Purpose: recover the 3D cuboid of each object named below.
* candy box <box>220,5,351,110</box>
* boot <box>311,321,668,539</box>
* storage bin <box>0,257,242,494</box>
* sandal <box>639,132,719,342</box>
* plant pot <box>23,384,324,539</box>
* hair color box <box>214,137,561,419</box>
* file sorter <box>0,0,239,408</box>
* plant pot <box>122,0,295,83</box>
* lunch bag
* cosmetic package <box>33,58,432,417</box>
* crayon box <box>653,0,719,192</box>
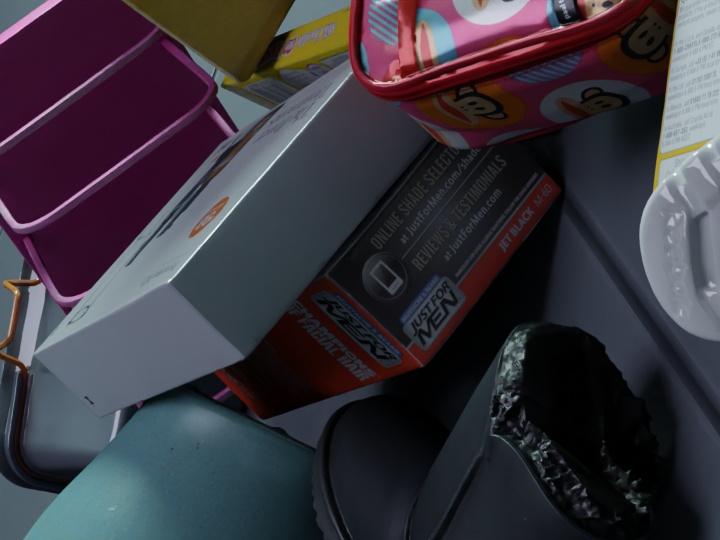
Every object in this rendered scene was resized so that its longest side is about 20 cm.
[{"bbox_3d":[0.010,-0.088,1.084,0.200,0.102,0.027,-5,66,68],"label":"candy box"},{"bbox_3d":[0.051,0.080,0.916,0.201,0.076,0.169,-103,32,-48],"label":"boot"},{"bbox_3d":[-0.138,0.041,1.373,0.134,0.145,0.201,-1,77,59],"label":"storage bin"},{"bbox_3d":[0.169,-0.039,0.662,0.202,0.050,0.083,-22,85,38],"label":"sandal"},{"bbox_3d":[-0.075,0.160,1.064,0.189,0.199,0.200,-64,20,-5],"label":"plant pot"},{"bbox_3d":[0.000,0.000,1.057,0.111,0.064,0.200,-51,10,-22],"label":"hair color box"},{"bbox_3d":[-0.116,-0.037,1.205,0.139,0.200,0.125,-36,29,-5],"label":"file sorter"},{"bbox_3d":[-0.083,-0.246,1.120,0.200,0.194,0.196,-52,16,11],"label":"plant pot"},{"bbox_3d":[0.065,-0.153,0.922,0.175,0.082,0.201,-16,59,36],"label":"lunch bag"},{"bbox_3d":[-0.058,-0.014,1.028,0.151,0.052,0.200,-53,12,-24],"label":"cosmetic package"},{"bbox_3d":[0.163,-0.125,0.774,0.126,0.051,0.201,164,116,-67],"label":"crayon box"}]
